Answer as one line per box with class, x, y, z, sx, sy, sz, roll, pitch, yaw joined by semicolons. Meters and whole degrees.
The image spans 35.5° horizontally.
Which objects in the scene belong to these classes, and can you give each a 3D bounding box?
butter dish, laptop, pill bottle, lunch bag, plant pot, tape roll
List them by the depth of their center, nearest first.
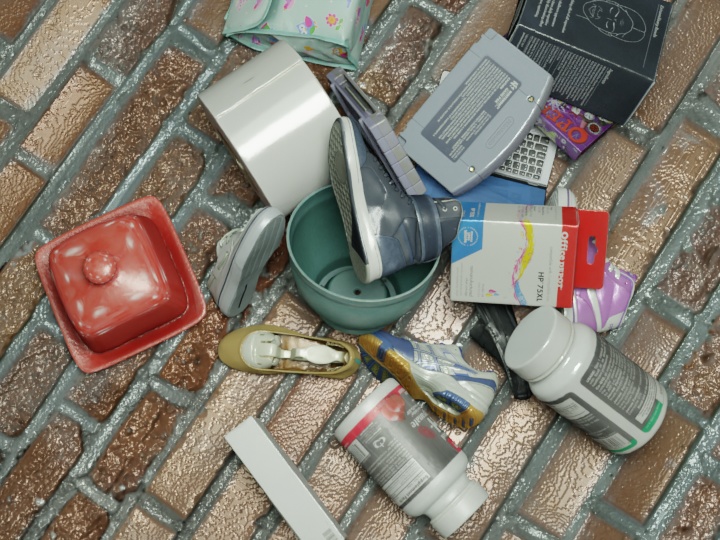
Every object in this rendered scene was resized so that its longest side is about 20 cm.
pill bottle;0.289;0.139;1.445;0.200;0.113;0.114;37;81;-18
pill bottle;0.070;0.248;1.466;0.111;0.111;0.200;-43;81;-6
plant pot;0.000;0.000;1.482;0.198;0.135;0.201;3;52;-3
butter dish;-0.334;0.008;1.504;0.199;0.148;0.201;-25;80;-3
tape roll;-0.109;-0.186;1.508;0.139;0.203;0.203;-34;80;-4
laptop;0.177;-0.170;1.537;0.186;0.116;0.202;15;86;4
lunch bag;-0.087;-0.391;1.588;0.198;0.122;0.172;13;82;12

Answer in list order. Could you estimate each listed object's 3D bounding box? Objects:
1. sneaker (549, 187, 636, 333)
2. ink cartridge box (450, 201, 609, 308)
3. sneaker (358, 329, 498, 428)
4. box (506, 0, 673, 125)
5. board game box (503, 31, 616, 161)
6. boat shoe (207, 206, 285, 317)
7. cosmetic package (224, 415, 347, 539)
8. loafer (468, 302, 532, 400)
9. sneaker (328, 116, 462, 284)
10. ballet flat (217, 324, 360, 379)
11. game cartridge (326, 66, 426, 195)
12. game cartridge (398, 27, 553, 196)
sneaker;0.316;-0.015;1.534;0.113;0.073;0.202;-5;89;-3
ink cartridge box;0.217;-0.020;1.448;0.198;0.067;0.117;3;114;9
sneaker;0.092;0.130;1.518;0.199;0.075;0.088;33;57;12
box;0.305;-0.317;1.537;0.199;0.107;0.149;22;60;0
board game box;0.265;-0.255;1.572;0.200;0.032;0.120;44;64;11
boat shoe;-0.164;-0.020;1.493;0.067;0.201;0.073;43;41;16
cosmetic package;-0.098;0.286;1.479;0.051;0.083;0.200;-38;80;-3
loafer;0.182;0.082;1.519;0.070;0.068;0.202;-19;74;6
sneaker;0.045;-0.100;1.387;0.145;0.077;0.204;-16;98;-17
ballet flat;-0.098;0.107;1.521;0.198;0.063;0.069;3;81;2
game cartridge;0.018;-0.182;1.490;0.038;0.200;0.130;-29;124;-2
game cartridge;0.154;-0.203;1.477;0.133;0.042;0.200;43;96;16
